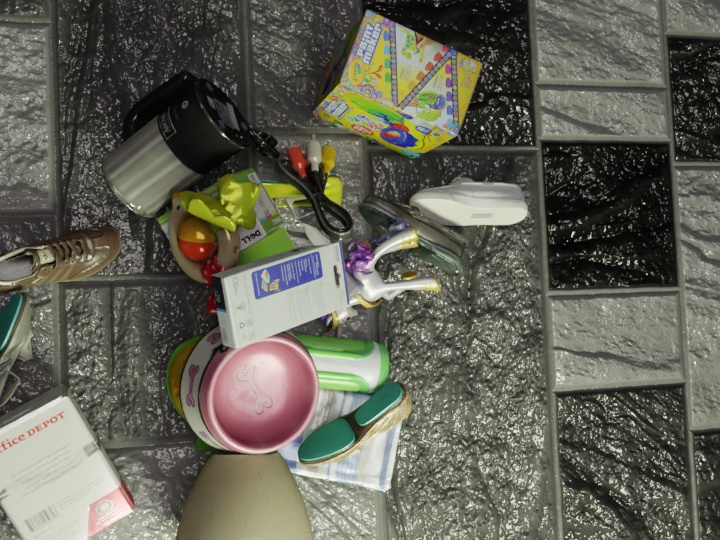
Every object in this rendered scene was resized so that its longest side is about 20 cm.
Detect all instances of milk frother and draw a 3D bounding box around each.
[{"bbox_3d":[-0.243,-0.172,1.303,0.188,0.181,0.200,-32,130,19],"label":"milk frother"}]

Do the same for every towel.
[{"bbox_3d":[-0.033,0.261,1.384,0.200,0.024,0.147,14,82,-14],"label":"towel"}]

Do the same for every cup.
[{"bbox_3d":[-0.166,0.334,1.256,0.200,0.200,0.144,1,81,-16],"label":"cup"}]

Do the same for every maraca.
[{"bbox_3d":[-0.211,0.188,1.298,0.137,0.107,0.200,-14,107,7],"label":"maraca"}]

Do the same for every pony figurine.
[{"bbox_3d":[0.000,0.000,1.347,0.200,0.167,0.193,-26,120,-1],"label":"pony figurine"}]

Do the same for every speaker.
[{"bbox_3d":[-0.061,0.142,1.351,0.200,0.088,0.089,8,85,-15],"label":"speaker"}]

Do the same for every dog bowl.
[{"bbox_3d":[-0.146,0.166,1.224,0.200,0.074,0.201,-4,98,-29],"label":"dog bowl"}]

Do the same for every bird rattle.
[{"bbox_3d":[-0.203,-0.036,1.226,0.113,0.163,0.200,-30,127,-42],"label":"bird rattle"}]

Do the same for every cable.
[{"bbox_3d":[-0.069,-0.128,1.303,0.097,0.050,0.200,-2,45,-18],"label":"cable"}]

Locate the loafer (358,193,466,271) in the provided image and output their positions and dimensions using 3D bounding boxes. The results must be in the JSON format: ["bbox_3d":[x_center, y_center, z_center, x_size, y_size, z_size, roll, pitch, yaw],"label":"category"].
[{"bbox_3d":[0.087,-0.071,1.421,0.200,0.072,0.063,33,67,-19],"label":"loafer"}]

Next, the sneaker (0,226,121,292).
[{"bbox_3d":[-0.441,-0.013,1.258,0.200,0.076,0.071,-21,92,-16],"label":"sneaker"}]

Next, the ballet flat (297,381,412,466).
[{"bbox_3d":[-0.002,0.248,1.343,0.200,0.071,0.065,-33,133,5],"label":"ballet flat"}]

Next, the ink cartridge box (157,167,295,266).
[{"bbox_3d":[-0.181,-0.028,1.297,0.148,0.076,0.200,-28,94,21],"label":"ink cartridge box"}]

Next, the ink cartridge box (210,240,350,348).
[{"bbox_3d":[-0.105,0.028,1.191,0.200,0.039,0.100,-18,107,-38],"label":"ink cartridge box"}]

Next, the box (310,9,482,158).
[{"bbox_3d":[0.049,-0.279,1.349,0.192,0.200,0.122,22,82,-13],"label":"box"}]

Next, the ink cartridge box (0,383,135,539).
[{"bbox_3d":[-0.429,0.280,1.222,0.146,0.083,0.200,-29,106,-15],"label":"ink cartridge box"}]

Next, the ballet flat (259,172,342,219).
[{"bbox_3d":[-0.120,-0.110,1.359,0.200,0.067,0.067,-7,80,-18],"label":"ballet flat"}]

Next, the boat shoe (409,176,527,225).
[{"bbox_3d":[0.177,-0.121,1.449,0.200,0.072,0.069,-1,58,-5],"label":"boat shoe"}]

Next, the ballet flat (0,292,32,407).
[{"bbox_3d":[-0.507,0.129,1.247,0.064,0.067,0.200,32,78,-39],"label":"ballet flat"}]
